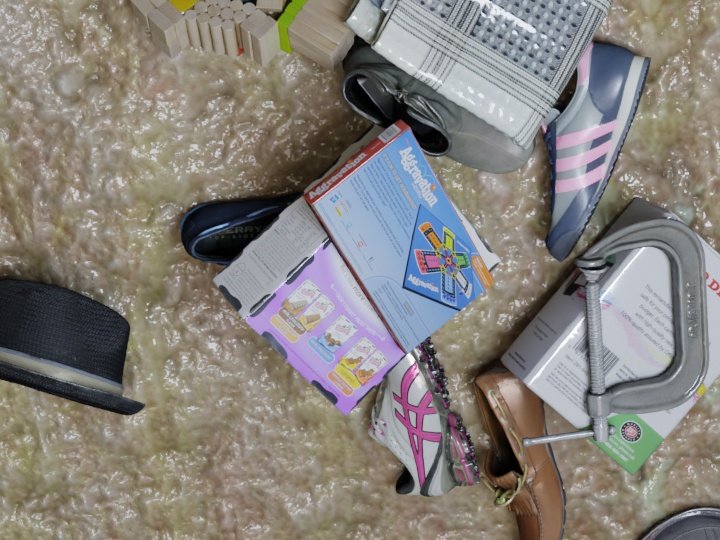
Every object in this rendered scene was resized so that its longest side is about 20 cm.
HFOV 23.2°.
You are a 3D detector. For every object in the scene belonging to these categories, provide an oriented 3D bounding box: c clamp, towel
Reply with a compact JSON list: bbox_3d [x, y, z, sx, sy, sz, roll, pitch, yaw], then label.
[{"bbox_3d":[0.226,0.055,1.523,0.169,0.027,0.202,-2,103,-11],"label":"c clamp"},{"bbox_3d":[0.108,-0.232,1.465,0.199,0.035,0.194,32,87,-15],"label":"towel"}]

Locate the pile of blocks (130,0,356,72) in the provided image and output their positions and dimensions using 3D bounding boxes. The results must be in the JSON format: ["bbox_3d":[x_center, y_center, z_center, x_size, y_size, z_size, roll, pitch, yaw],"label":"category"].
[{"bbox_3d":[-0.094,-0.214,1.497,0.198,0.083,0.062,8,157,4],"label":"pile of blocks"}]

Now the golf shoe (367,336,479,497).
[{"bbox_3d":[0.044,0.130,1.641,0.091,0.073,0.201,-17,114,7],"label":"golf shoe"}]

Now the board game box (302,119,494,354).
[{"bbox_3d":[0.036,-0.025,1.469,0.103,0.019,0.201,-37,132,-6],"label":"board game box"}]

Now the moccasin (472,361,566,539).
[{"bbox_3d":[0.146,0.185,1.660,0.077,0.074,0.203,-21,117,-20],"label":"moccasin"}]

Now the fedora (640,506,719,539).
[{"bbox_3d":[0.345,0.336,1.735,0.175,0.090,0.202,4,114,-4],"label":"fedora"}]

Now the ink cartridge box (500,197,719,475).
[{"bbox_3d":[0.249,0.057,1.587,0.145,0.084,0.200,39,93,-18],"label":"ink cartridge box"}]

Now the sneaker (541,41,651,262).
[{"bbox_3d":[0.188,-0.108,1.552,0.081,0.070,0.201,21,110,7],"label":"sneaker"}]

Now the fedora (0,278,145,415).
[{"bbox_3d":[-0.279,0.062,1.571,0.199,0.201,0.092,17,82,-10],"label":"fedora"}]

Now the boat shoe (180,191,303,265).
[{"bbox_3d":[-0.060,-0.026,1.567,0.198,0.069,0.085,-11,113,-1],"label":"boat shoe"}]

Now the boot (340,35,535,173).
[{"bbox_3d":[0.065,-0.122,1.496,0.199,0.131,0.068,29,111,-14],"label":"boot"}]

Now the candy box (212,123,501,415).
[{"bbox_3d":[0.000,0.000,1.524,0.200,0.072,0.168,-44,133,-1],"label":"candy box"}]
